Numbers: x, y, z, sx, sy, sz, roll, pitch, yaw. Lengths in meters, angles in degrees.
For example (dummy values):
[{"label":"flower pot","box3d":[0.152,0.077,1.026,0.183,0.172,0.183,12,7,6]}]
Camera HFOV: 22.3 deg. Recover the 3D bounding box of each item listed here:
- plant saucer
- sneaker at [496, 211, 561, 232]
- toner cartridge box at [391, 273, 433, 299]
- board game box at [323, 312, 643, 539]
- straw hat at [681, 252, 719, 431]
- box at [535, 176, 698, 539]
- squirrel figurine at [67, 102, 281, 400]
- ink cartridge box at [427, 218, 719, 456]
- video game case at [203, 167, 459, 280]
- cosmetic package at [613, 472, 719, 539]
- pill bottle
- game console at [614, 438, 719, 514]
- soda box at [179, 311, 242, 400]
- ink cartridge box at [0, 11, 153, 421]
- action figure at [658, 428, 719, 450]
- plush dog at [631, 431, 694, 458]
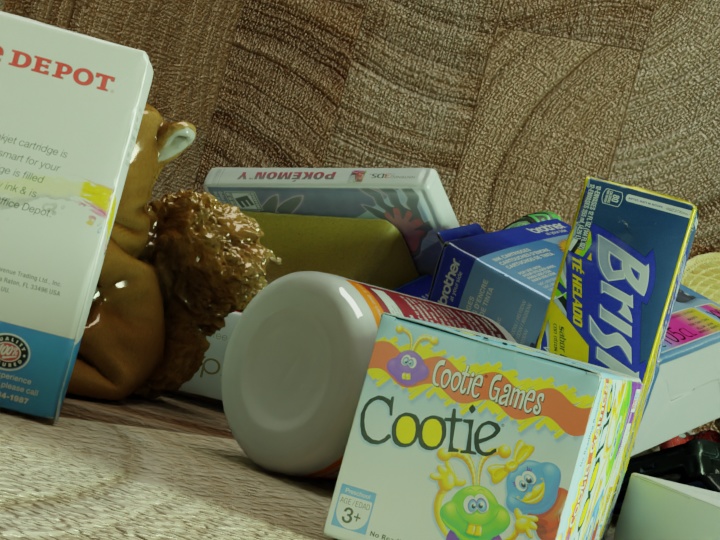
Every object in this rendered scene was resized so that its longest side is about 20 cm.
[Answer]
[{"label":"plant saucer","box3d":[-0.044,0.040,1.365,0.200,0.048,0.200,5,-39,26]},{"label":"sneaker","box3d":[0.174,0.032,1.312,0.200,0.085,0.078,45,-17,14]},{"label":"toner cartridge box","box3d":[0.079,0.077,1.228,0.095,0.043,0.200,-23,41,-36]},{"label":"board game box","box3d":[0.066,0.086,0.881,0.105,0.103,0.200,15,0,14]},{"label":"straw hat","box3d":[0.290,0.083,1.287,0.201,0.085,0.201,17,33,-11]},{"label":"box","box3d":[0.129,0.054,1.009,0.064,0.200,0.070,16,-1,12]},{"label":"squirrel figurine","box3d":[-0.155,-0.017,1.179,0.200,0.187,0.141,15,0,-43]},{"label":"ink cartridge box","box3d":[0.134,0.032,1.188,0.200,0.076,0.136,28,24,31]},{"label":"video game case","box3d":[0.000,0.000,1.347,0.182,0.023,0.200,2,-41,27]},{"label":"cosmetic package","box3d":[0.263,0.168,1.008,0.200,0.052,0.151,16,-2,-26]},{"label":"pill bottle","box3d":[0.026,0.071,1.054,0.113,0.113,0.200,15,0,45]},{"label":"game console","box3d":[0.262,0.186,1.240,0.176,0.116,0.200,-22,-25,35]},{"label":"soda box","box3d":[-0.129,0.051,1.296,0.200,0.064,0.068,13,-1,6]},{"label":"ink cartridge box","box3d":[-0.208,-0.038,1.001,0.147,0.200,0.145,16,0,-7]},{"label":"action figure","box3d":[0.282,0.137,1.350,0.065,0.052,0.200,-20,-20,40]},{"label":"plush dog","box3d":[0.162,0.075,1.409,0.160,0.172,0.200,17,-3,-43]}]
